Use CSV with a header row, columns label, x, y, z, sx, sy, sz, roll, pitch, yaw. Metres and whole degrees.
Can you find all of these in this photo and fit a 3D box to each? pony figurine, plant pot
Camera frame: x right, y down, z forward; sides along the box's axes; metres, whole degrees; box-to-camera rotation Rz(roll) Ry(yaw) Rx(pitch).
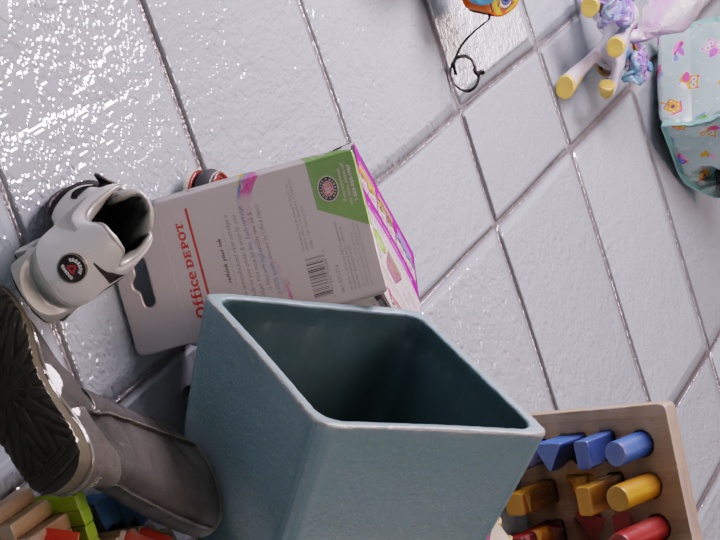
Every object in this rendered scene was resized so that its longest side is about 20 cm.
label,x,y,z,sx,sy,sz,roll,pitch,yaw
pony figurine,0.307,-0.295,2.363,0.200,0.166,0.193,-35,143,-63
plant pot,-0.019,0.154,1.467,0.196,0.196,0.200,5,113,-33

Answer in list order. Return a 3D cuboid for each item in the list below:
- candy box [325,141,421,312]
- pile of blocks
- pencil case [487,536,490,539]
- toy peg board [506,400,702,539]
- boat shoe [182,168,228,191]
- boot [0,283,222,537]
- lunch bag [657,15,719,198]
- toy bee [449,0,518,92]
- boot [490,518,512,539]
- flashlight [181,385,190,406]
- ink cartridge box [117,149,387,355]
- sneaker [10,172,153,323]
label,x,y,z,sx,sy,sz,roll,pitch,yaw
candy box,0.000,0.000,1.712,0.200,0.061,0.136,-96,160,-57
pile of blocks,-0.176,0.182,1.397,0.200,0.062,0.082,14,69,-59
pencil case,0.085,0.223,1.762,0.094,0.091,0.200,42,50,-62
toy peg board,0.222,0.242,1.969,0.098,0.200,0.199,-15,94,-47
boat shoe,-0.083,0.004,1.623,0.071,0.063,0.200,-47,120,-53
boot,-0.185,0.098,1.373,0.200,0.073,0.182,17,40,-62
lunch bag,0.462,-0.210,2.617,0.200,0.122,0.170,53,35,-53
toy bee,0.123,-0.304,2.051,0.109,0.131,0.200,-28,143,-35
boot,0.112,0.224,1.885,0.200,0.072,0.155,15,67,-50
flashlight,-0.075,0.169,1.582,0.068,0.068,0.200,-145,-148,-73
ink cartridge box,-0.091,-0.014,1.543,0.067,0.200,0.117,-150,-134,-80
sneaker,-0.176,-0.028,1.396,0.074,0.088,0.200,53,13,-15
